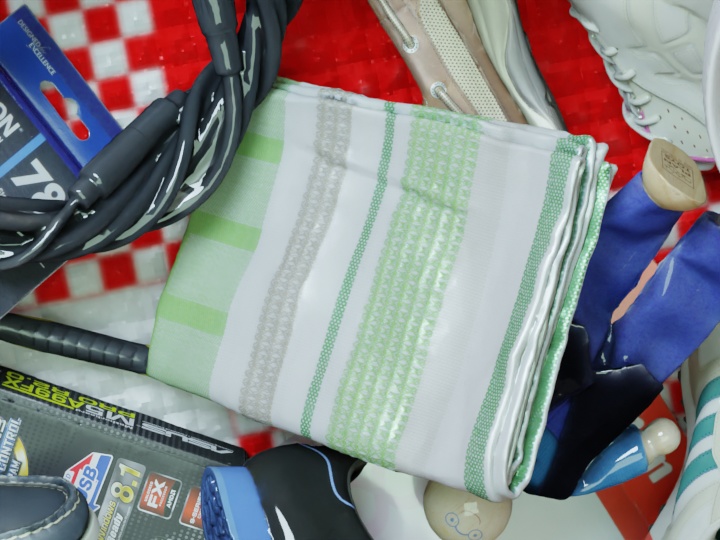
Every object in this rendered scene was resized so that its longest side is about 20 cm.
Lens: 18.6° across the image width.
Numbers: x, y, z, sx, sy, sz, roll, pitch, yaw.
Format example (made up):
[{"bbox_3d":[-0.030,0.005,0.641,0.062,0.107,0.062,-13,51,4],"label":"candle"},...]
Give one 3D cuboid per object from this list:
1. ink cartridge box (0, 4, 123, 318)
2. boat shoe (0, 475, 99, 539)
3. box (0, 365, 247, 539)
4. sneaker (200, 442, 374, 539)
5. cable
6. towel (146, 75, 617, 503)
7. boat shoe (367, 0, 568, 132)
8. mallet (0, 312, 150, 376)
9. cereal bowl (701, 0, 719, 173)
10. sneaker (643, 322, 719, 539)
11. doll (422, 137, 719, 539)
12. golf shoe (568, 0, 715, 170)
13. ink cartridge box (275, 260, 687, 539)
[{"bbox_3d":[-0.181,-0.021,0.929,0.200,0.039,0.100,-44,101,-22],"label":"ink cartridge box"},{"bbox_3d":[-0.212,0.107,0.932,0.198,0.075,0.062,-6,113,7],"label":"boat shoe"},{"bbox_3d":[-0.156,0.153,1.001,0.159,0.044,0.202,19,99,-7],"label":"box"},{"bbox_3d":[-0.007,0.168,0.924,0.077,0.070,0.202,-11,74,-18],"label":"sneaker"},{"bbox_3d":[-0.113,-0.090,0.910,0.162,0.051,0.201,23,93,-33],"label":"cable"},{"bbox_3d":[0.000,0.000,0.917,0.199,0.031,0.151,15,88,35],"label":"towel"},{"bbox_3d":[0.051,-0.065,0.964,0.071,0.076,0.202,-21,93,6],"label":"boat shoe"},{"bbox_3d":[-0.171,0.022,0.965,0.198,0.066,0.042,14,91,-6],"label":"mallet"},{"bbox_3d":[0.231,-0.090,0.858,0.198,0.084,0.202,3,121,4],"label":"cereal bowl"},{"bbox_3d":[0.176,0.087,0.969,0.070,0.093,0.202,17,88,-16],"label":"sneaker"},{"bbox_3d":[0.087,0.038,0.931,0.136,0.049,0.201,27,116,-16],"label":"doll"},{"bbox_3d":[0.135,-0.091,0.952,0.199,0.075,0.092,27,108,-17],"label":"golf shoe"},{"bbox_3d":[0.081,0.099,1.004,0.199,0.057,0.163,-32,100,8],"label":"ink cartridge box"}]
